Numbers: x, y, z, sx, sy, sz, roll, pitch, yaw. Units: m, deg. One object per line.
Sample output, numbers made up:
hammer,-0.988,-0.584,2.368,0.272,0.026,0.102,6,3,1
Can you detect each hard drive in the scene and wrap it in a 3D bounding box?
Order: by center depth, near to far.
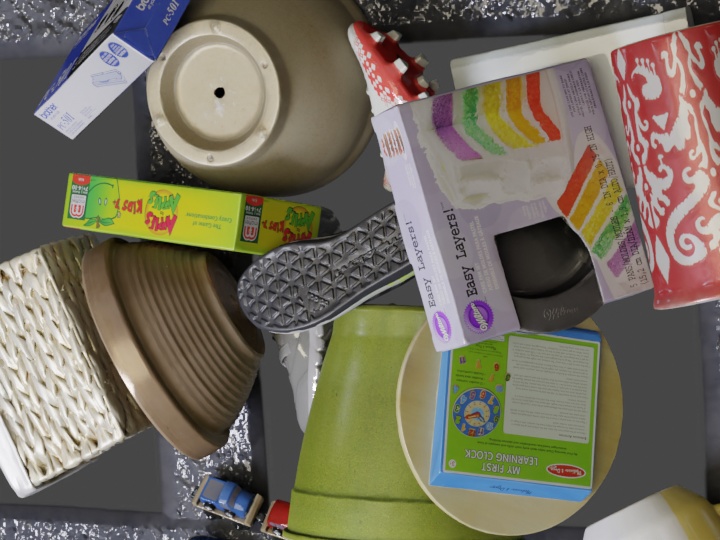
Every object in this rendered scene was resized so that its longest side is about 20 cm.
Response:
hard drive,0.181,-0.127,1.709,0.199,0.026,0.132,-11,95,21

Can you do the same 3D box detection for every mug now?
mug,0.278,-0.086,1.622,0.133,0.177,0.201,-14,91,43
mug,0.265,0.252,1.703,0.149,0.186,0.154,-40,73,54

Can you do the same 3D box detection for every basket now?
basket,-0.267,0.077,1.858,0.123,0.136,0.201,-24,90,19

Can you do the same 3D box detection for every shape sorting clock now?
shape sorting clock,0.117,0.107,1.656,0.039,0.200,0.201,-17,94,63

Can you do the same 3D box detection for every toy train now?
toy train,-0.060,0.222,1.846,0.199,0.046,0.034,17,66,17

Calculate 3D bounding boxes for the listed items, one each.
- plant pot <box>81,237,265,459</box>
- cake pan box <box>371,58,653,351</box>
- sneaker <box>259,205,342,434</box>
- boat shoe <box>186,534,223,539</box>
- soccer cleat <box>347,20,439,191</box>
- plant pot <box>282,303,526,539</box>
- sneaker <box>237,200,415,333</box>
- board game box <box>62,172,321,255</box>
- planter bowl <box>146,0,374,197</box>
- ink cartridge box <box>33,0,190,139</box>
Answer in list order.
plant pot,-0.143,0.050,1.777,0.093,0.201,0.201,-28,89,9
cake pan box,0.119,-0.048,1.634,0.052,0.184,0.201,-18,87,65
sneaker,-0.047,0.046,1.812,0.082,0.075,0.201,-3,94,38
boat shoe,-0.089,0.317,1.863,0.200,0.072,0.072,40,112,10
soccer cleat,0.039,-0.111,1.722,0.085,0.069,0.200,-37,86,23
plant pot,0.040,0.124,1.731,0.200,0.200,0.194,1,87,20
sneaker,0.000,0.000,1.694,0.199,0.083,0.072,-21,79,19
board game box,-0.143,-0.045,1.769,0.200,0.101,0.048,8,90,39
planter bowl,-0.095,-0.152,1.751,0.200,0.135,0.201,4,101,19
ink cartridge box,-0.202,-0.185,1.751,0.044,0.094,0.200,33,152,-14
